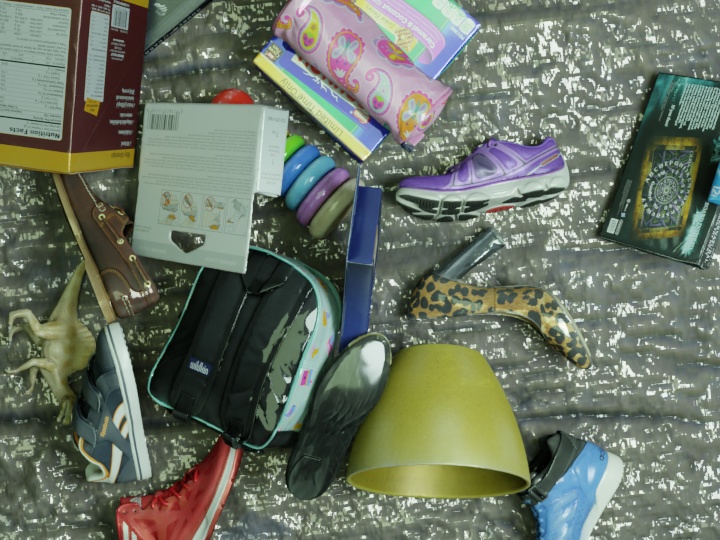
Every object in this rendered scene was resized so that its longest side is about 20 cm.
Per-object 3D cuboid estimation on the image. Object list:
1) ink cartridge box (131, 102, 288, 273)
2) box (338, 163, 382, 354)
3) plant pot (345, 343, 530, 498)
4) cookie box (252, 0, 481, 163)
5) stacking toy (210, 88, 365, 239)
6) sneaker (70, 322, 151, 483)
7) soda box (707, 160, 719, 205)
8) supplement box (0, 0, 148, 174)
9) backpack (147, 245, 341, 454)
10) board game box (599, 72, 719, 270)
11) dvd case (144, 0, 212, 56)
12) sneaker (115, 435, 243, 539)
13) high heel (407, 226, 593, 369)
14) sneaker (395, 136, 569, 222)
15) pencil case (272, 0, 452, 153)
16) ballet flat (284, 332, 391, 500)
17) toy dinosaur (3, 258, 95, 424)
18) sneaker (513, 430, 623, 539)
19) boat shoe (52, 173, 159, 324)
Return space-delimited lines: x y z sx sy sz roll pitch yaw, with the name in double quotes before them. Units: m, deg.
"ink cartridge box" -0.168 -0.094 1.189 0.199 0.043 0.175 9 95 41
"box" 0.000 0.000 1.157 0.032 0.122 0.201 6 134 2
"plant pot" 0.085 0.163 1.194 0.198 0.200 0.143 2 68 0
"cookie box" 0.006 -0.250 1.224 0.171 0.075 0.200 41 92 -1
"stacking toy" -0.092 -0.130 1.229 0.200 0.085 0.085 42 92 3
"sneaker" -0.282 0.155 1.202 0.079 0.078 0.202 -11 118 -15
"soda box" 0.453 -0.086 1.167 0.064 0.199 0.068 21 100 42
"supplement box" -0.324 -0.213 1.151 0.132 0.197 0.202 8 99 6
"backpack" -0.110 0.077 1.184 0.175 0.153 0.202 21 97 24
"board game box" 0.358 -0.113 1.206 0.028 0.135 0.201 17 93 -43
"dvd case" -0.280 -0.352 1.249 0.150 0.025 0.200 -38 91 2
"sneaker" -0.213 0.259 1.240 0.115 0.078 0.201 23 90 -2
"high heel" 0.155 0.066 1.229 0.142 0.071 0.200 -39 75 -5
"sneaker" 0.135 -0.108 1.239 0.198 0.081 0.084 -10 75 -6
"pencil case" 0.002 -0.218 1.148 0.200 0.087 0.088 41 92 -2
"ballet flat" -0.028 0.151 1.151 0.066 0.057 0.201 27 100 -5
"toy dinosaur" -0.355 0.074 1.256 0.100 0.058 0.202 6 83 -16
"sneaker" 0.208 0.280 1.234 0.111 0.077 0.201 27 87 -6
"boat shoe" -0.286 -0.037 1.222 0.070 0.070 0.201 -24 72 -10
